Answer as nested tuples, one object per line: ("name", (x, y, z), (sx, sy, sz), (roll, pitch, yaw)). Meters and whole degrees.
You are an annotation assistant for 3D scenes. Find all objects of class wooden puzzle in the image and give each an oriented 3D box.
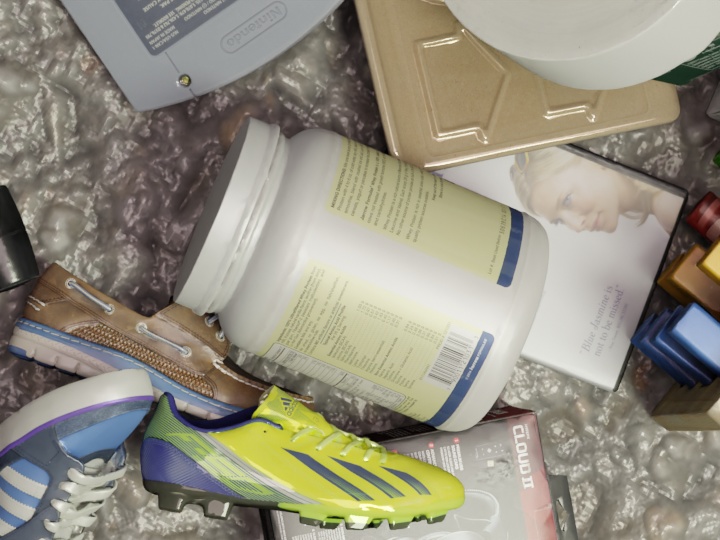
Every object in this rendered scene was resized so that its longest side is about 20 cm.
("wooden puzzle", (0.092, -0.165, 1.546), (0.199, 0.046, 0.186), (-11, 83, -13))

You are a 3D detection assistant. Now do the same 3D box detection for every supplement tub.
("supplement tub", (0.000, 0.000, 1.471), (0.200, 0.145, 0.145), (23, 87, -8))

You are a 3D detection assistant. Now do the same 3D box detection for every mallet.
("mallet", (-0.304, -0.002, 1.500), (0.199, 0.041, 0.066), (-12, 92, -4))

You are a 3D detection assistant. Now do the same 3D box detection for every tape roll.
("tape roll", (0.140, -0.213, 1.448), (0.202, 0.071, 0.203), (-6, 77, 27))

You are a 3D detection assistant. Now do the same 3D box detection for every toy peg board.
("toy peg board", (0.237, -0.006, 1.504), (0.098, 0.200, 0.199), (41, 85, 1))

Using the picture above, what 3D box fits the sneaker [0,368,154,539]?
("sneaker", (-0.180, 0.163, 1.455), (0.200, 0.081, 0.147), (-32, 74, 25))

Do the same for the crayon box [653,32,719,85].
("crayon box", (0.217, -0.231, 1.507), (0.051, 0.126, 0.201), (8, 72, -35))

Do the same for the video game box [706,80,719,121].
("video game box", (0.339, -0.084, 1.523), (0.200, 0.182, 0.047), (24, 87, -9))

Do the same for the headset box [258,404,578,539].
("headset box", (0.042, 0.174, 1.532), (0.199, 0.077, 0.149), (-11, 92, -9))

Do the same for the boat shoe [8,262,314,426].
("boat shoe", (-0.116, 0.050, 1.509), (0.200, 0.072, 0.073), (19, 86, -8))

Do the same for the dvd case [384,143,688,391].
("dvd case", (0.100, -0.021, 1.569), (0.200, 0.018, 0.143), (21, 88, -7))

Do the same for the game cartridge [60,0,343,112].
("game cartridge", (-0.086, -0.190, 1.491), (0.200, 0.042, 0.133), (-31, 100, 22))

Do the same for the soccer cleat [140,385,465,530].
("soccer cleat", (-0.033, 0.113, 1.453), (0.200, 0.065, 0.084), (6, 82, -6))
